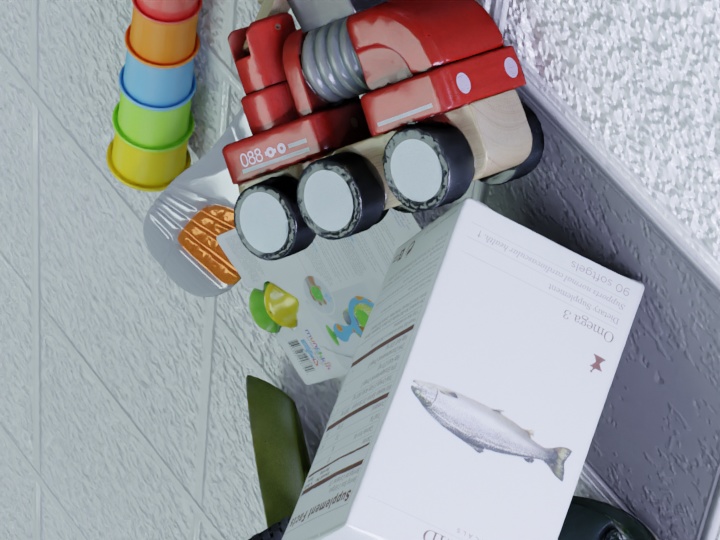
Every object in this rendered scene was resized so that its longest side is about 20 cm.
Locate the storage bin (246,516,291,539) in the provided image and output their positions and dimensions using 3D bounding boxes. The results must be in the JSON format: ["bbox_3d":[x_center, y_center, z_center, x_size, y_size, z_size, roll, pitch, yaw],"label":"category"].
[{"bbox_3d":[-0.031,0.264,1.794,0.200,0.094,0.135,60,-177,8],"label":"storage bin"}]

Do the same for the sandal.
[{"bbox_3d":[-0.066,-0.057,1.862,0.079,0.059,0.207,51,132,8],"label":"sandal"}]

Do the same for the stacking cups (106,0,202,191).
[{"bbox_3d":[-0.130,-0.140,1.912,0.061,0.060,0.200,50,147,27],"label":"stacking cups"}]

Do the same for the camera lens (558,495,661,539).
[{"bbox_3d":[0.112,0.245,1.666,0.160,0.160,0.200,33,141,48],"label":"camera lens"}]

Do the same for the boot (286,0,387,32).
[{"bbox_3d":[0.007,-0.244,1.471,0.188,0.068,0.200,-16,98,41],"label":"boot"}]

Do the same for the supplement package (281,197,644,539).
[{"bbox_3d":[0.055,0.083,1.551,0.117,0.200,0.117,26,158,-13],"label":"supplement package"}]

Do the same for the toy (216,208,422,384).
[{"bbox_3d":[0.000,0.000,1.779,0.200,0.047,0.115,-20,103,52],"label":"toy"}]

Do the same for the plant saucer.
[{"bbox_3d":[-0.045,0.168,1.972,0.200,0.031,0.201,-10,-90,-89],"label":"plant saucer"}]

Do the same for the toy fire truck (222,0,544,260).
[{"bbox_3d":[0.000,-0.127,1.599,0.176,0.129,0.200,-17,92,40],"label":"toy fire truck"}]
